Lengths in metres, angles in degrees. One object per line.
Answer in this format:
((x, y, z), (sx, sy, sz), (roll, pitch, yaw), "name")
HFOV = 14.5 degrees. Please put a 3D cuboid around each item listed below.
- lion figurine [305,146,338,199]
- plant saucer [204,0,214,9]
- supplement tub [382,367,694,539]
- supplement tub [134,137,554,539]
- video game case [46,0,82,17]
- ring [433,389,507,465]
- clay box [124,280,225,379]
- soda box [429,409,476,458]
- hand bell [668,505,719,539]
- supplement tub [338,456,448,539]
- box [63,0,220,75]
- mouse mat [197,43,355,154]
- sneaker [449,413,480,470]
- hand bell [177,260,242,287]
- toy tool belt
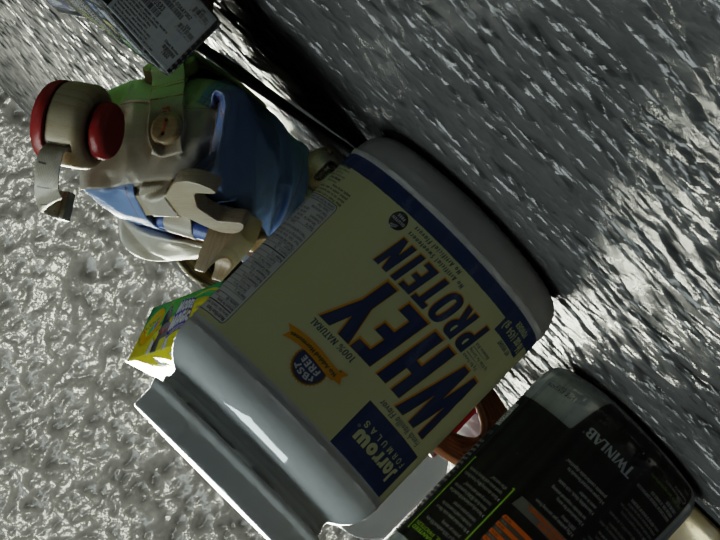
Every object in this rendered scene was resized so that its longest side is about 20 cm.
((0.000, 0.000, 1.790), (0.122, 0.072, 0.200), (45, 177, 30), "lion figurine")
((-0.140, -0.209, 1.501), (0.200, 0.037, 0.200), (44, 175, 5), "plant saucer")
((0.090, 0.166, 1.665), (0.123, 0.200, 0.123), (45, 174, 6), "supplement tub")
((-0.010, 0.044, 1.522), (0.145, 0.200, 0.145), (44, 174, 6), "supplement tub")
((-0.206, -0.222, 1.737), (0.200, 0.026, 0.180), (46, 165, -31), "video game case")
((0.036, 0.059, 1.861), (0.200, 0.019, 0.201), (40, -163, -15), "ring")
((-0.081, 0.060, 1.909), (0.114, 0.048, 0.200), (28, 166, -15), "clay box")
((0.002, 0.045, 2.075), (0.200, 0.070, 0.063), (42, 174, 29), "soda box")
((0.142, 0.229, 1.741), (0.104, 0.200, 0.104), (45, 174, 6), "hand bell")
((-0.025, 0.138, 2.520), (0.200, 0.145, 0.146), (39, 172, 48), "supplement tub")
((-0.178, -0.202, 1.428), (0.200, 0.048, 0.193), (48, 176, -34), "box")
((-0.083, -0.123, 1.625), (0.200, 0.008, 0.161), (34, -177, -43), "mouse mat")
((0.087, 0.165, 2.166), (0.075, 0.100, 0.200), (43, 176, -9), "sneaker")
((-0.074, 0.017, 2.001), (0.104, 0.104, 0.200), (42, 161, 22), "hand bell")
((-0.086, -0.060, 1.565), (0.122, 0.126, 0.200), (9, 173, 22), "toy tool belt")
